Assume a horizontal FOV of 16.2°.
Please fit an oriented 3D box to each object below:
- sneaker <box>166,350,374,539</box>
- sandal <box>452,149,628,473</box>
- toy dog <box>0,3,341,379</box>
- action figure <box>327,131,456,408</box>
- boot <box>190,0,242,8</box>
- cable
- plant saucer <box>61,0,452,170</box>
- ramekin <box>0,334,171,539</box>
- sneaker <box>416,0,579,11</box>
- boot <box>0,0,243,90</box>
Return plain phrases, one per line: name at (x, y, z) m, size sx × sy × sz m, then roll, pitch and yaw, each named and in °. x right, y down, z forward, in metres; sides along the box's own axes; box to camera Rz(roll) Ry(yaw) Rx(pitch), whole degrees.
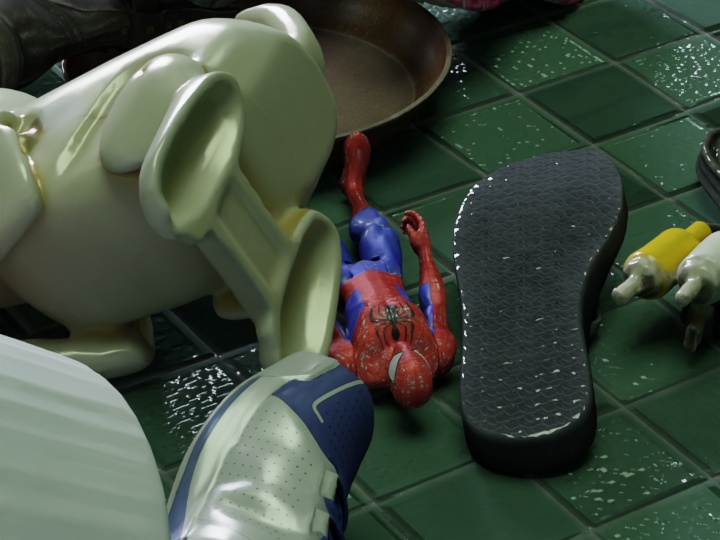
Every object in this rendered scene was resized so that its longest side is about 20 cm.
sneaker at (-0.029, 0.126, 0.904) m, size 0.114 × 0.081 × 0.200 m, roll 18°, pitch 44°, yaw 22°
sandal at (0.075, 0.018, 1.106) m, size 0.075 × 0.043 × 0.201 m, roll -1°, pitch 41°, yaw 14°
toy dog at (-0.120, -0.041, 1.088) m, size 0.199 × 0.140 × 0.195 m, roll -7°, pitch 57°, yaw 29°
action figure at (0.000, 0.000, 1.124) m, size 0.065 × 0.052 × 0.200 m, roll -5°, pitch 34°, yaw -14°
boot at (-0.085, -0.205, 1.306) m, size 0.165 × 0.066 × 0.200 m, roll 40°, pitch 26°, yaw 6°
cable at (0.181, -0.020, 1.145) m, size 0.096 × 0.051 × 0.200 m, roll 14°, pitch 35°, yaw 14°
plant saucer at (-0.052, -0.098, 1.291) m, size 0.198 × 0.035 × 0.201 m, roll -1°, pitch 31°, yaw 1°
ramekin at (-0.147, 0.109, 0.811) m, size 0.097 × 0.201 × 0.200 m, roll 15°, pitch 19°, yaw -37°
sneaker at (0.045, -0.175, 1.348) m, size 0.088 × 0.082 × 0.200 m, roll 3°, pitch 0°, yaw 31°
boot at (-0.180, -0.146, 1.280) m, size 0.199 × 0.070 × 0.174 m, roll 33°, pitch 37°, yaw 27°
